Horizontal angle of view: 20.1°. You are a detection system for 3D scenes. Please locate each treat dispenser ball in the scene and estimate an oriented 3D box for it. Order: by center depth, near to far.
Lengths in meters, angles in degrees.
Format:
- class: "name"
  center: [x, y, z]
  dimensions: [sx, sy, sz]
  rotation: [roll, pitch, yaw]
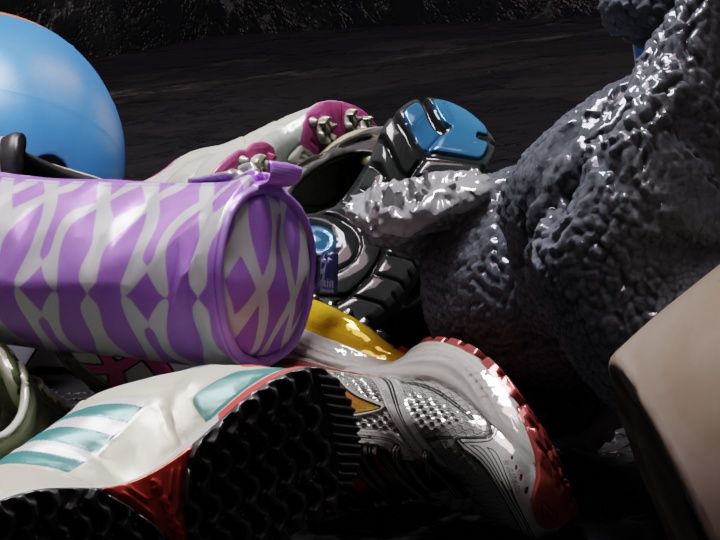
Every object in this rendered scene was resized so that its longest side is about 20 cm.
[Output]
- class: "treat dispenser ball"
  center: [-0.255, -0.073, 1.345]
  dimensions: [0.200, 0.201, 0.201]
  rotation: [-7, 11, 1]

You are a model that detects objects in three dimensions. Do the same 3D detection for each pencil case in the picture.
- class: "pencil case"
  center: [-0.115, -0.007, 0.842]
  dimensions: [0.200, 0.086, 0.084]
  rotation: [3, 7, 25]

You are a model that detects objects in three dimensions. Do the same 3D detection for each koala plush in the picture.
- class: "koala plush"
  center: [0.093, -0.004, 0.794]
  dimensions: [0.200, 0.177, 0.184]
  rotation: [-17, 32, 51]

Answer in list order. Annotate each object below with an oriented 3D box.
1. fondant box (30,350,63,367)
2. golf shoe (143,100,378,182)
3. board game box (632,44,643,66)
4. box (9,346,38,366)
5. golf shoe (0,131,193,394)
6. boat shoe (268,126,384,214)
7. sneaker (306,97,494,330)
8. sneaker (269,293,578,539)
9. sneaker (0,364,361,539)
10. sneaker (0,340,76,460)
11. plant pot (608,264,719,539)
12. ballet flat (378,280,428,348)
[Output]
- class: "fondant box"
  center: [-0.085, 0.007, 1.205]
  dimensions: [0.144, 0.058, 0.200]
  rotation: [0, 14, 31]
- class: "golf shoe"
  center: [-0.060, -0.054, 1.173]
  dimensions: [0.091, 0.076, 0.200]
  rotation: [-1, 11, 33]
- class: "board game box"
  center: [0.188, -0.061, 1.014]
  dimensions: [0.056, 0.201, 0.196]
  rotation: [-5, 10, 19]
- class: "box"
  center: [-0.284, -0.024, 1.114]
  dimensions: [0.200, 0.097, 0.176]
  rotation: [13, -23, 46]
- class: "golf shoe"
  center: [-0.117, 0.006, 0.970]
  dimensions: [0.200, 0.073, 0.092]
  rotation: [30, -49, -31]
- class: "boat shoe"
  center: [-0.001, -0.038, 1.107]
  dimensions: [0.066, 0.072, 0.201]
  rotation: [-5, 9, 40]
- class: "sneaker"
  center: [0.000, 0.000, 1.003]
  dimensions: [0.073, 0.082, 0.200]
  rotation: [34, 51, 16]
- class: "sneaker"
  center: [0.007, 0.074, 0.813]
  dimensions: [0.082, 0.078, 0.200]
  rotation: [-43, 32, -24]
- class: "sneaker"
  center: [-0.100, 0.088, 0.734]
  dimensions: [0.200, 0.071, 0.093]
  rotation: [-26, 17, -30]
- class: "sneaker"
  center: [-0.143, 0.067, 0.842]
  dimensions: [0.067, 0.090, 0.200]
  rotation: [-4, 11, 19]
- class: "plant pot"
  center: [0.172, 0.042, 0.584]
  dimensions: [0.173, 0.200, 0.200]
  rotation: [-22, 11, 0]
- class: "ballet flat"
  center: [0.007, 0.017, 1.092]
  dimensions: [0.066, 0.057, 0.200]
  rotation: [-2, 12, 23]
